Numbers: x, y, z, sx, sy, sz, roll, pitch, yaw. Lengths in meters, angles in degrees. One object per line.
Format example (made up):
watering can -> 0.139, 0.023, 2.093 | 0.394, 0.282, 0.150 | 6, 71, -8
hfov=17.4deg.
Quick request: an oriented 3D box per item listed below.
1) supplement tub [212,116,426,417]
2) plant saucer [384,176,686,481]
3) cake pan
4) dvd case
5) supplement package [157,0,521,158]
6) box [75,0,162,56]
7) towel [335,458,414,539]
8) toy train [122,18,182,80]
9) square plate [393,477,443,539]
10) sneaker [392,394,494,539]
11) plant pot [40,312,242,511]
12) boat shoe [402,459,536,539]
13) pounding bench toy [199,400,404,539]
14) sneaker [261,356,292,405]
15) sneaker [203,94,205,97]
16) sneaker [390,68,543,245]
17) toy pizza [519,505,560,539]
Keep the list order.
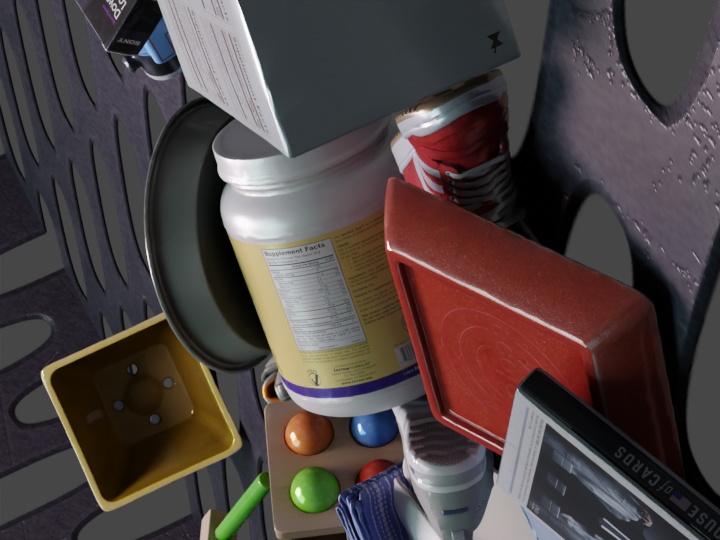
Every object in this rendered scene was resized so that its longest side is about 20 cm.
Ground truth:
supplement tub -> -0.013, -0.016, 1.629 | 0.145, 0.145, 0.201 | 38, 150, 64
plant saucer -> 0.097, 0.058, 1.389 | 0.199, 0.037, 0.200 | 26, 148, 36
cake pan -> -0.085, -0.027, 1.689 | 0.037, 0.200, 0.201 | -6, 116, 30
dvd case -> 0.164, 0.151, 1.337 | 0.200, 0.025, 0.151 | 40, 159, 16
supplement package -> -0.029, -0.182, 1.366 | 0.200, 0.151, 0.151 | 38, 150, 64
box -> -0.152, -0.275, 1.686 | 0.200, 0.036, 0.143 | -53, 51, 25
towel -> 0.053, 0.218, 1.833 | 0.145, 0.024, 0.200 | 66, -155, 2
toy train -> -0.157, -0.225, 1.846 | 0.087, 0.114, 0.200 | 57, 177, 34
square plate -> 0.108, 0.267, 1.770 | 0.200, 0.028, 0.198 | 47, -178, -39
sneaker -> 0.057, 0.126, 1.633 | 0.200, 0.074, 0.083 | -73, -21, -70
plant pot -> -0.277, 0.165, 2.975 | 0.200, 0.193, 0.196 | -149, 35, -84
boat shoe -> 0.102, 0.195, 1.751 | 0.069, 0.072, 0.200 | 43, 176, -42
pounding bench toy -> -0.046, 0.192, 1.966 | 0.156, 0.199, 0.125 | 83, 180, -55
sneaker -> -0.059, 0.095, 2.152 | 0.074, 0.079, 0.200 | 64, 169, 0
sneaker -> -0.084, -0.168, 1.806 | 0.079, 0.074, 0.201 | 51, 161, 33
sneaker -> 0.068, -0.048, 1.404 | 0.200, 0.071, 0.113 | 110, 138, -83
toy pizza -> 0.149, 0.160, 1.557 | 0.201, 0.032, 0.200 | 58, 166, 24
